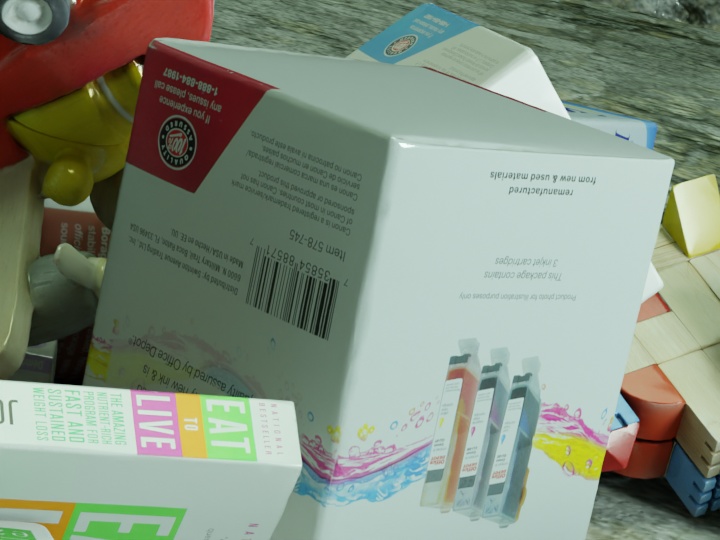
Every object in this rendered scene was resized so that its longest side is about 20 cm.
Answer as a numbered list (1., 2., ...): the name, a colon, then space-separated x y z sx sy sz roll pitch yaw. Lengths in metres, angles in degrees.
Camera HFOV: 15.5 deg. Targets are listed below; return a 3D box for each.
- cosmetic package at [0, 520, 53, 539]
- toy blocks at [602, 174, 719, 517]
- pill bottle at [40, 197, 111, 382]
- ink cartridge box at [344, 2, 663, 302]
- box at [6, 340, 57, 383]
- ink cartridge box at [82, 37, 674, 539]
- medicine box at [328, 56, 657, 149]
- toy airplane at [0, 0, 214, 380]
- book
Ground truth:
1. cosmetic package: -0.116 0.135 0.691 0.107 0.085 0.200 8 12 -23
2. toy blocks: 0.148 0.048 1.217 0.199 0.100 0.137 -17 51 -24
3. pill bottle: -0.110 -0.002 1.220 0.199 0.113 0.112 7 13 -19
4. ink cartridge box: 0.000 0.000 1.129 0.199 0.126 0.129 -36 23 -7
5. box: -0.230 0.034 1.127 0.199 0.039 0.041 10 14 -5
6. ink cartridge box: -0.002 0.034 0.961 0.144 0.201 0.145 2 16 -43
7. medicine box: 0.026 -0.049 1.392 0.181 0.104 0.199 16 11 34
8. toy airplane: -0.136 -0.048 1.078 0.141 0.201 0.199 32 -11 -28
9. book: -0.132 0.078 0.819 0.199 0.134 0.048 5 53 -19
